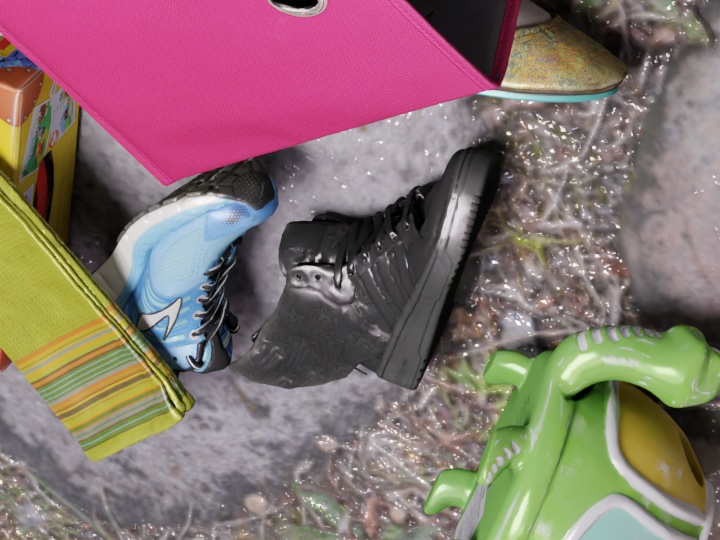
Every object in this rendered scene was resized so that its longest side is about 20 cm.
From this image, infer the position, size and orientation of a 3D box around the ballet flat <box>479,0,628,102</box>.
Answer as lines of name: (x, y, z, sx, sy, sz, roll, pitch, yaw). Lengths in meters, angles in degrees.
ballet flat: (0.036, -0.120, 1.466, 0.200, 0.071, 0.071, 4, 123, 26)

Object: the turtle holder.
turtle holder: (0.120, 0.108, 1.547, 0.132, 0.141, 0.186, 22, 91, -6)

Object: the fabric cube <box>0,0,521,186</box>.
fabric cube: (-0.053, -0.187, 1.338, 0.199, 0.200, 0.196, -14, 139, 35)

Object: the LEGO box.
LEGO box: (-0.242, -0.062, 1.643, 0.149, 0.077, 0.200, 21, 129, 15)

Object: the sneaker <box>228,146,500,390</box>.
sneaker: (0.001, -0.002, 1.566, 0.104, 0.060, 0.200, 24, 134, 6)

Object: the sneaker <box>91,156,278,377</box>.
sneaker: (-0.089, 0.007, 1.605, 0.090, 0.078, 0.200, 50, 141, 5)

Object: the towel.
towel: (-0.181, 0.017, 1.592, 0.086, 0.018, 0.200, -30, 105, 39)
